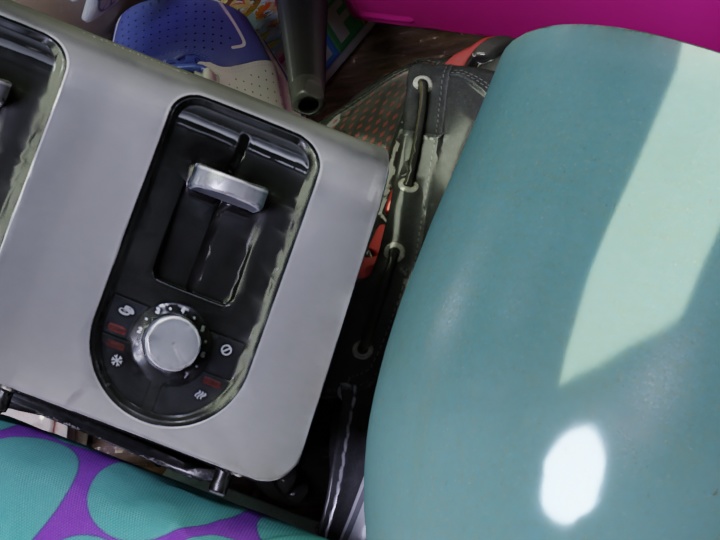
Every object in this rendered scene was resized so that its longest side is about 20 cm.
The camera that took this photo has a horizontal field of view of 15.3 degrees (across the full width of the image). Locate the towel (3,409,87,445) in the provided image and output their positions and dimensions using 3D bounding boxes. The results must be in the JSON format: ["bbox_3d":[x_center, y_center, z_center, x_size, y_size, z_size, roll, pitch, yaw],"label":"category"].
[{"bbox_3d":[-0.201,0.098,1.067,0.199,0.032,0.191,-18,43,17],"label":"towel"}]

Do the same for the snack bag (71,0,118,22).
[{"bbox_3d":[-0.042,-0.213,1.055,0.021,0.189,0.200,29,39,8],"label":"snack bag"}]

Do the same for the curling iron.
[{"bbox_3d":[-0.034,-0.119,1.102,0.049,0.026,0.200,-8,39,-6],"label":"curling iron"}]

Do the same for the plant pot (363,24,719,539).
[{"bbox_3d":[0.093,0.049,0.799,0.200,0.201,0.161,18,72,43],"label":"plant pot"}]

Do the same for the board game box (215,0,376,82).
[{"bbox_3d":[-0.077,-0.127,1.197,0.200,0.034,0.135,20,65,44],"label":"board game box"}]

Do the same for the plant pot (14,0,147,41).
[{"bbox_3d":[-0.190,-0.115,1.122,0.173,0.200,0.200,-36,40,7],"label":"plant pot"}]

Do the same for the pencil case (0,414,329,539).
[{"bbox_3d":[-0.089,0.104,0.852,0.200,0.085,0.093,17,85,41],"label":"pencil case"}]

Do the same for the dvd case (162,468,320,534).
[{"bbox_3d":[-0.036,0.150,0.912,0.200,0.022,0.146,17,62,42],"label":"dvd case"}]

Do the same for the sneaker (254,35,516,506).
[{"bbox_3d":[0.000,0.000,0.997,0.098,0.071,0.201,2,56,44],"label":"sneaker"}]

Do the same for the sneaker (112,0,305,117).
[{"bbox_3d":[-0.073,-0.035,1.019,0.080,0.115,0.200,-13,57,14],"label":"sneaker"}]

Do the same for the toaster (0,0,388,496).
[{"bbox_3d":[-0.099,-0.011,0.860,0.200,0.180,0.119,174,118,-79],"label":"toaster"}]

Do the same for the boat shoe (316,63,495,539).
[{"bbox_3d":[0.010,0.019,0.904,0.066,0.070,0.201,16,77,11],"label":"boat shoe"}]

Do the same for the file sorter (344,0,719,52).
[{"bbox_3d":[0.082,-0.178,1.040,0.199,0.139,0.126,11,58,32],"label":"file sorter"}]
